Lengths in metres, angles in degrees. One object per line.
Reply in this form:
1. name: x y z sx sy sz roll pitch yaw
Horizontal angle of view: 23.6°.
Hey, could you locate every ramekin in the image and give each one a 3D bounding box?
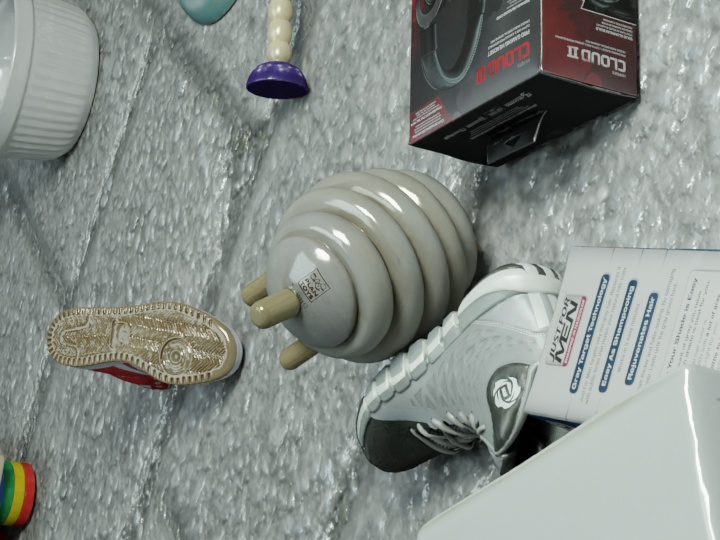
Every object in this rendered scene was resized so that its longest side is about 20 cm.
1. ramekin: -0.370 -0.217 1.931 0.200 0.105 0.201 -28 58 56

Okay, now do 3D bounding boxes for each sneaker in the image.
1. sneaker: -0.166 0.069 1.519 0.200 0.112 0.071 4 82 32
2. sneaker: 0.067 0.095 1.059 0.200 0.075 0.116 -53 41 39

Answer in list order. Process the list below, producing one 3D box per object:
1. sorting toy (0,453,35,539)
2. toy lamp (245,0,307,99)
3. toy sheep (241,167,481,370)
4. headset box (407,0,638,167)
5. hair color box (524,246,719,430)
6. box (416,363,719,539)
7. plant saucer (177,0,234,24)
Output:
1. sorting toy: -0.422 0.285 1.901 0.199 0.069 0.201 13 92 62
2. toy lamp: -0.066 -0.245 1.431 0.058 0.058 0.201 -18 65 59
3. toy sheep: 0.000 0.000 1.107 0.138 0.200 0.138 20 125 31
4. headset box: 0.099 -0.166 1.079 0.149 0.077 0.201 -24 59 57
5. hair color box: 0.173 0.044 0.878 0.200 0.060 0.100 4 75 61
6. box: 0.161 0.166 0.726 0.200 0.199 0.172 -42 45 47
7. plant saucer: -0.139 -0.333 1.626 0.200 0.027 0.201 -28 57 57
